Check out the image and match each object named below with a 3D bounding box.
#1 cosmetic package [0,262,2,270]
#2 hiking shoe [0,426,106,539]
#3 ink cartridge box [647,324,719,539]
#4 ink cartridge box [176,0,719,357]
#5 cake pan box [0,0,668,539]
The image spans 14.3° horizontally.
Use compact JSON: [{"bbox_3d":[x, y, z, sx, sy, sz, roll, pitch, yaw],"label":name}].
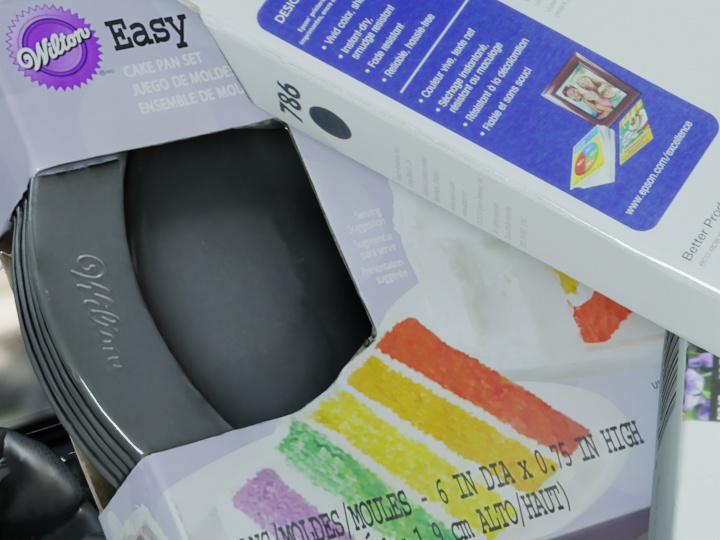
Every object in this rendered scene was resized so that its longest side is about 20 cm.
[{"bbox_3d":[-0.109,-0.111,0.837,0.151,0.052,0.200,41,95,-7],"label":"cosmetic package"},{"bbox_3d":[-0.113,0.094,0.825,0.200,0.076,0.101,3,88,40],"label":"hiking shoe"},{"bbox_3d":[0.176,0.055,0.733,0.200,0.050,0.109,7,63,0],"label":"ink cartridge box"},{"bbox_3d":[0.045,-0.061,0.740,0.200,0.039,0.100,31,68,15],"label":"ink cartridge box"},{"bbox_3d":[0.000,0.000,0.774,0.200,0.052,0.184,-13,69,-29],"label":"cake pan box"}]
